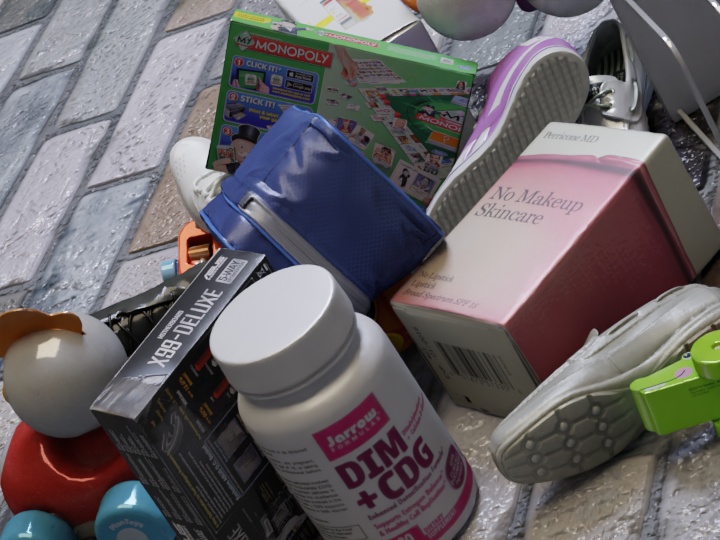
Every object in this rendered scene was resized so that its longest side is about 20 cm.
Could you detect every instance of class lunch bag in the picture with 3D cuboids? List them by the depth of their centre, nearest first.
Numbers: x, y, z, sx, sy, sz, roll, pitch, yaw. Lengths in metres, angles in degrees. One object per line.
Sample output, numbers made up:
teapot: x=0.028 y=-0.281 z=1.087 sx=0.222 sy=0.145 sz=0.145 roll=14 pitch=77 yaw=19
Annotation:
lunch bag: x=-0.040 y=-0.030 z=1.660 sx=0.132 sy=0.136 sz=0.200 roll=-47 pitch=10 yaw=-2

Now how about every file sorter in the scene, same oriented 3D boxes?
file sorter: x=0.314 y=-0.193 z=1.701 sx=0.200 sy=0.139 sz=0.125 roll=-31 pitch=34 yaw=2

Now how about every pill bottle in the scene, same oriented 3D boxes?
pill bottle: x=-0.013 y=0.100 z=1.517 sx=0.113 sy=0.200 sz=0.113 roll=-24 pitch=32 yaw=16

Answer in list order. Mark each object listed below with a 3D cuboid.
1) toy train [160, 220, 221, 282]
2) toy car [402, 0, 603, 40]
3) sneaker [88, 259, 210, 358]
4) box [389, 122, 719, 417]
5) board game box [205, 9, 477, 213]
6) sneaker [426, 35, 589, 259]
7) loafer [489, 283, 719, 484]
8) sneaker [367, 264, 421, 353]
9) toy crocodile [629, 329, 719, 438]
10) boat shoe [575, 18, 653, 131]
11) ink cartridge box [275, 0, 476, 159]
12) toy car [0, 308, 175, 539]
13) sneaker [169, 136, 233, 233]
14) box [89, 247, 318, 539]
toy train: x=-0.073 y=-0.045 z=1.934 sx=0.199 sy=0.056 sz=0.151 roll=-15 pitch=59 yaw=10
toy car: x=0.117 y=-0.268 z=1.858 sx=0.199 sy=0.150 sz=0.175 roll=-13 pitch=68 yaw=-1
sneaker: x=-0.174 y=0.051 z=1.835 sx=0.200 sy=0.076 sz=0.091 roll=-26 pitch=-4 yaw=25
box: x=0.141 y=0.001 z=1.608 sx=0.128 sy=0.109 sz=0.200 roll=11 pitch=52 yaw=50
board game box: x=-0.016 y=-0.124 z=1.815 sx=0.199 sy=0.135 sz=0.029 roll=13 pitch=27 yaw=2
sneaker: x=0.111 y=-0.095 z=1.784 sx=0.201 sy=0.073 sz=0.114 roll=-55 pitch=17 yaw=10
loafer: x=0.169 y=0.075 z=1.518 sx=0.200 sy=0.070 sz=0.070 roll=-29 pitch=34 yaw=-12
sneaker: x=0.000 y=0.000 z=1.779 sx=0.077 sy=0.073 sz=0.200 roll=-43 pitch=28 yaw=0
toy crocodile: x=0.272 y=0.055 z=1.453 sx=0.200 sy=0.068 sz=0.062 roll=-23 pitch=26 yaw=13
boat shoe: x=0.189 y=-0.123 z=1.781 sx=0.073 sy=0.067 sz=0.200 roll=-19 pitch=33 yaw=22
ink cartridge box: x=0.017 y=-0.172 z=1.934 sx=0.083 sy=0.145 sz=0.200 roll=-33 pitch=31 yaw=-1
toy car: x=-0.226 y=0.102 z=1.713 sx=0.176 sy=0.200 sz=0.185 roll=-18 pitch=33 yaw=24
sneaker: x=-0.097 y=-0.051 z=1.861 sx=0.074 sy=0.087 sz=0.200 roll=-41 pitch=57 yaw=-4
box: x=-0.082 y=0.111 z=1.568 sx=0.050 sy=0.200 sz=0.158 roll=8 pitch=50 yaw=42
